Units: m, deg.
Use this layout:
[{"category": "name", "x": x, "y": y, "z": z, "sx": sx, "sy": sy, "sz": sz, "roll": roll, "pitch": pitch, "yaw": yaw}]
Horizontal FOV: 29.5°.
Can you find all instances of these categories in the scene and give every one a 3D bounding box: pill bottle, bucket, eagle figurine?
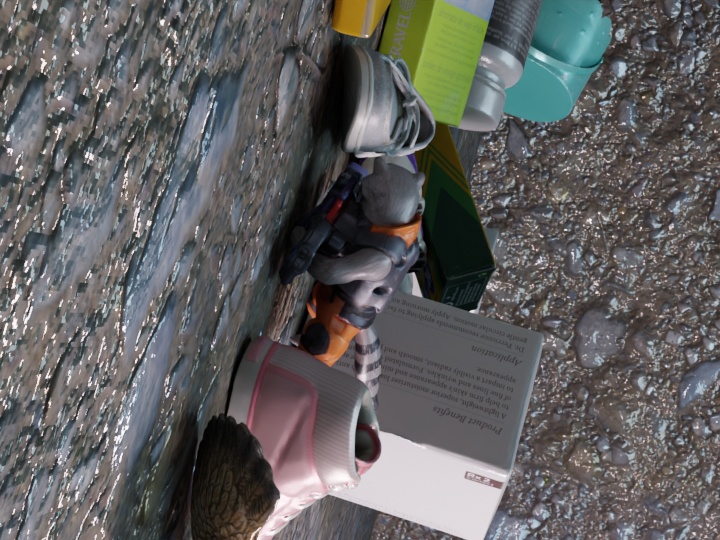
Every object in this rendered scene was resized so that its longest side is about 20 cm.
[{"category": "pill bottle", "x": 0.118, "y": -0.249, "z": 1.355, "sx": 0.114, "sy": 0.112, "sz": 0.202, "roll": 70, "pitch": 36, "yaw": -79}, {"category": "bucket", "x": 0.246, "y": -0.318, "z": 1.957, "sx": 0.208, "sy": 0.205, "sz": 0.136, "roll": 89, "pitch": 25, "yaw": -69}, {"category": "eagle figurine", "x": -0.078, "y": 0.196, "z": 0.808, "sx": 0.201, "sy": 0.150, "sz": 0.152, "roll": 56, "pitch": -2, "yaw": -43}]

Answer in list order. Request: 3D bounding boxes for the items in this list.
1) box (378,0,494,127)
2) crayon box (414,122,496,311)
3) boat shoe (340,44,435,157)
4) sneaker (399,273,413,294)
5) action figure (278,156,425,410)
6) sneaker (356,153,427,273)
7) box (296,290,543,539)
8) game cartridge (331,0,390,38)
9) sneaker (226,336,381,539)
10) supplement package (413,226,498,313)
[{"category": "box", "x": 0.072, "y": -0.229, "z": 1.155, "sx": 0.122, "sy": 0.047, "sz": 0.203, "roll": 1, "pitch": 106, "yaw": -63}, {"category": "crayon box", "x": 0.064, "y": -0.069, "z": 1.273, "sx": 0.126, "sy": 0.051, "sz": 0.202, "roll": 101, "pitch": -26, "yaw": -71}, {"category": "boat shoe", "x": 0.021, "y": -0.116, "z": 0.980, "sx": 0.202, "sy": 0.064, "sz": 0.076, "roll": 48, "pitch": 43, "yaw": -84}, {"category": "sneaker", "x": 0.013, "y": 0.026, "z": 1.333, "sx": 0.200, "sy": 0.075, "sz": 0.082, "roll": -72, "pitch": 169, "yaw": -82}, {"category": "action figure", "x": 0.000, "y": 0.000, "z": 1.000, "sx": 0.200, "sy": 0.104, "sz": 0.195, "roll": -63, "pitch": 176, "yaw": -58}, {"category": "sneaker", "x": 0.026, "y": -0.061, "z": 1.200, "sx": 0.201, "sy": 0.079, "sz": 0.084, "roll": 101, "pitch": -5, "yaw": -61}, {"category": "box", "x": 0.040, "y": 0.122, "z": 1.186, "sx": 0.201, "sy": 0.197, "sz": 0.132, "roll": 94, "pitch": 14, "yaw": -62}, {"category": "game cartridge", "x": 0.027, "y": -0.278, "z": 0.882, "sx": 0.177, "sy": 0.032, "sz": 0.202, "roll": -66, "pitch": 167, "yaw": -53}, {"category": "sneaker", "x": -0.044, "y": 0.145, "z": 0.936, "sx": 0.076, "sy": 0.103, "sz": 0.202, "roll": -67, "pitch": 172, "yaw": -58}, {"category": "supplement package", "x": 0.118, "y": 0.037, "z": 2.017, "sx": 0.120, "sy": 0.120, "sz": 0.202, "roll": -63, "pitch": 166, "yaw": -62}]
